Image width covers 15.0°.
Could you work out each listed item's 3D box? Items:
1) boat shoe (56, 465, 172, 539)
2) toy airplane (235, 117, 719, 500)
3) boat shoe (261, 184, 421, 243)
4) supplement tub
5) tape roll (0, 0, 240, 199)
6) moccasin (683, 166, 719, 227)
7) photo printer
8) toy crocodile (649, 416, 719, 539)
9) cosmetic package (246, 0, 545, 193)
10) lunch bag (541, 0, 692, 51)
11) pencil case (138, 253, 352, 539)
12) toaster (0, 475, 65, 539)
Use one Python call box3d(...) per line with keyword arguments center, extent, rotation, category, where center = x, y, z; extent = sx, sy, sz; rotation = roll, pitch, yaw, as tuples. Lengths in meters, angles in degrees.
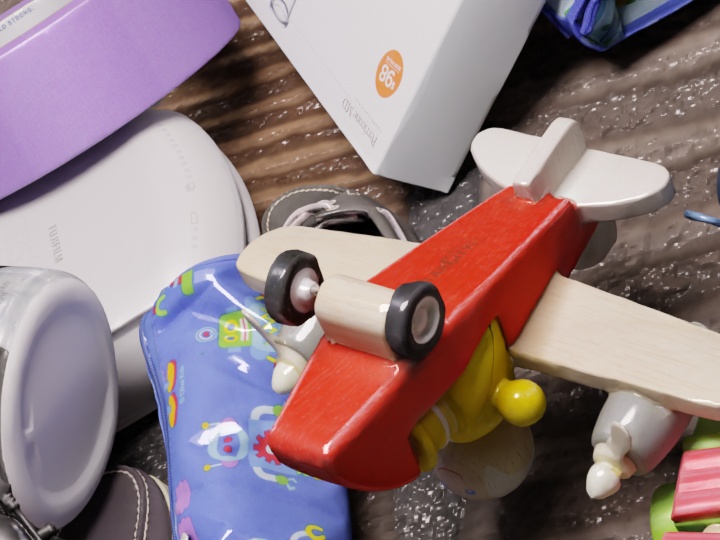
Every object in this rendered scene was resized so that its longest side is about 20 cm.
box3d(center=(-0.131, 0.163, 1.225), extent=(0.072, 0.065, 0.200), rotation=(-10, 46, 30), category="boat shoe")
box3d(center=(0.052, 0.027, 1.145), extent=(0.199, 0.141, 0.200), rotation=(-10, 28, -4), category="toy airplane")
box3d(center=(0.000, 0.000, 1.297), extent=(0.067, 0.057, 0.200), rotation=(-40, 39, -2), category="boat shoe")
box3d(center=(-0.223, 0.055, 1.260), extent=(0.200, 0.123, 0.123), rotation=(4, 53, 22), category="supplement tub")
box3d(center=(-0.164, -0.106, 1.453), extent=(0.200, 0.066, 0.200), rotation=(-31, 14, 9), category="tape roll")
box3d(center=(0.190, -0.030, 1.188), extent=(0.068, 0.080, 0.200), rotation=(-15, 29, 32), category="moccasin")
box3d(center=(-0.142, 0.013, 1.375), extent=(0.200, 0.069, 0.166), rotation=(-30, 40, 10), category="photo printer")
box3d(center=(0.139, 0.121, 1.075), extent=(0.067, 0.062, 0.200), rotation=(-7, 47, 31), category="toy crocodile")
box3d(center=(0.020, -0.155, 1.386), extent=(0.151, 0.052, 0.200), rotation=(-65, 33, 22), category="cosmetic package")
box3d(center=(0.141, -0.220, 1.370), extent=(0.200, 0.127, 0.170), rotation=(-47, 38, 7), category="lunch bag")
box3d(center=(-0.052, 0.086, 1.209), extent=(0.078, 0.087, 0.200), rotation=(118, 152, -45), category="pencil case")
box3d(center=(-0.105, 0.195, 1.045), extent=(0.119, 0.181, 0.200), rotation=(-39, 62, 2), category="toaster")
